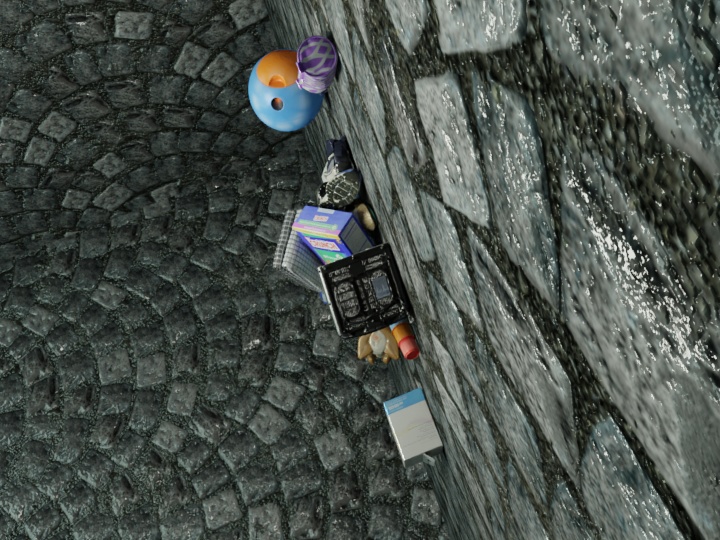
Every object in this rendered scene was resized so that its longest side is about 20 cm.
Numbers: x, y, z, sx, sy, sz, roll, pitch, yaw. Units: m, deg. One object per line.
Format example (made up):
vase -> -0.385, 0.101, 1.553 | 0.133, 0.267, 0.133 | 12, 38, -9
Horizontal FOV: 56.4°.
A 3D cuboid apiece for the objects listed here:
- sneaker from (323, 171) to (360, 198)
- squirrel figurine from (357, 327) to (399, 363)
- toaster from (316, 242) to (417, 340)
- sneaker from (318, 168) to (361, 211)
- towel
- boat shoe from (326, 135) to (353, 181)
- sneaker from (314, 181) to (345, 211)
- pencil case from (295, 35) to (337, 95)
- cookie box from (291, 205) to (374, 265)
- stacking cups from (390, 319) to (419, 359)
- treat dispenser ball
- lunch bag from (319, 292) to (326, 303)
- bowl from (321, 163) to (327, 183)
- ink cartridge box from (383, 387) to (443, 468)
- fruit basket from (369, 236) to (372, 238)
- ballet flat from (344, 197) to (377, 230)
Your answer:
sneaker -> -0.048, -0.204, 1.851 | 0.076, 0.085, 0.203 | 80, 168, -60
squirrel figurine -> 0.066, 0.211, 2.257 | 0.187, 0.137, 0.206 | 32, -129, -78
toaster -> 0.013, 0.058, 1.536 | 0.119, 0.176, 0.205 | 70, -179, -85
sneaker -> -0.044, -0.206, 1.674 | 0.078, 0.090, 0.200 | 35, 153, -8
towel -> -0.143, -0.048, 1.789 | 0.199, 0.084, 0.170 | 37, -120, -51
boat shoe -> -0.056, -0.287, 1.733 | 0.200, 0.073, 0.096 | 178, 80, -80
sneaker -> -0.067, -0.143, 1.813 | 0.203, 0.066, 0.090 | 62, 159, -13
pencil case -> -0.092, -0.412, 1.353 | 0.200, 0.084, 0.086 | -144, 32, -83
cookie box -> -0.052, -0.064, 1.692 | 0.168, 0.076, 0.201 | 14, 152, 41
stacking cups -> 0.096, 0.126, 1.670 | 0.061, 0.059, 0.202 | 74, 171, -52
treat dispenser ball -> -0.192, -0.466, 1.743 | 0.201, 0.196, 0.206 | 160, 90, -87
lunch bag -> -0.047, 0.012, 2.113 | 0.172, 0.195, 0.129 | 74, 175, -48
bowl -> -0.057, -0.220, 2.054 | 0.202, 0.073, 0.202 | 73, 175, -45
ink cartridge box -> 0.158, 0.473, 1.963 | 0.129, 0.122, 0.204 | 77, 174, -65
fruit basket -> -0.071, -0.101, 1.945 | 0.200, 0.181, 0.096 | 176, 112, -79
ballet flat -> -0.005, -0.134, 1.682 | 0.200, 0.064, 0.072 | -122, 13, -76
